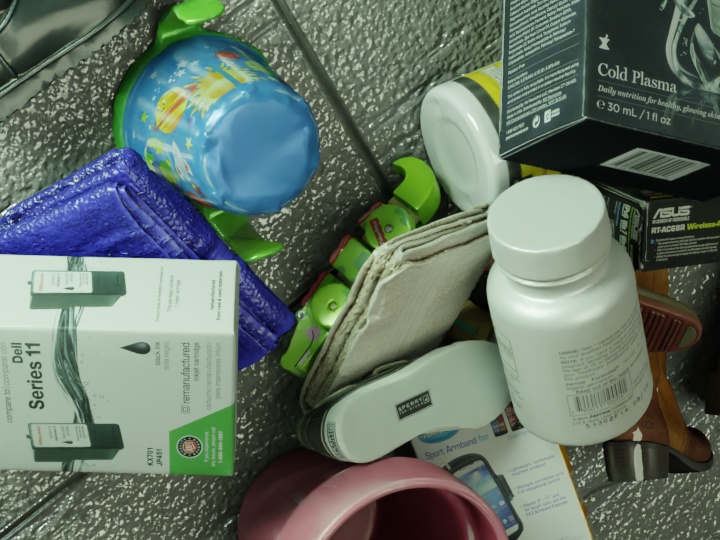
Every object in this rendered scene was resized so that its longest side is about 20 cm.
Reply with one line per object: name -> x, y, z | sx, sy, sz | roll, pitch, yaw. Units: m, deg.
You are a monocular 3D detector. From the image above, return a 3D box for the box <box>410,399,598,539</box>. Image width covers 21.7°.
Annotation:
box -> 0.117, 0.176, 1.571 | 0.119, 0.041, 0.200 | -19, 86, 11

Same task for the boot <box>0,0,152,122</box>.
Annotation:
boot -> -0.252, -0.207, 1.302 | 0.198, 0.073, 0.163 | -40, 117, -11

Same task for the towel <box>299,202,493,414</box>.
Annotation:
towel -> 0.034, 0.034, 1.479 | 0.132, 0.034, 0.200 | -21, 151, -37

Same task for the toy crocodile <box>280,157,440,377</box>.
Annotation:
toy crocodile -> 0.000, 0.000, 1.507 | 0.200, 0.062, 0.068 | -55, 157, 3

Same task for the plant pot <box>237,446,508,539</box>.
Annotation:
plant pot -> -0.005, 0.228, 1.504 | 0.200, 0.179, 0.200 | -8, 109, -25

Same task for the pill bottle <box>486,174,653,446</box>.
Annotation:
pill bottle -> 0.158, 0.029, 1.450 | 0.114, 0.114, 0.200 | -31, 132, -17

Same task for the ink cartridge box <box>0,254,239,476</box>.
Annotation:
ink cartridge box -> -0.188, 0.069, 1.348 | 0.200, 0.083, 0.147 | 1, 129, -2

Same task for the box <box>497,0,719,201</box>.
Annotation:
box -> 0.218, -0.173, 1.418 | 0.200, 0.124, 0.197 | 9, 74, -27

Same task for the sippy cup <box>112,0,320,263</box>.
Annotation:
sippy cup -> -0.097, -0.100, 1.380 | 0.178, 0.130, 0.140 | 38, 85, -31

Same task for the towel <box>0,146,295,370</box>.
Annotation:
towel -> -0.163, 0.012, 1.389 | 0.148, 0.050, 0.200 | -28, 123, 24

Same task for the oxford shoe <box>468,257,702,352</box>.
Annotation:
oxford shoe -> 0.189, 0.010, 1.558 | 0.200, 0.075, 0.070 | 18, 139, -1

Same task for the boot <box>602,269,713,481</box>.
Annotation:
boot -> 0.258, 0.081, 1.667 | 0.188, 0.068, 0.200 | 2, 85, -53

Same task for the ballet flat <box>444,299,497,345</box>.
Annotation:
ballet flat -> 0.162, 0.075, 1.614 | 0.200, 0.063, 0.069 | 14, 97, -31

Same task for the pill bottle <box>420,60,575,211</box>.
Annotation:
pill bottle -> 0.160, -0.128, 1.519 | 0.200, 0.114, 0.114 | -24, 115, -20

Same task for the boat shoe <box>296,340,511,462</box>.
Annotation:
boat shoe -> 0.038, 0.100, 1.492 | 0.200, 0.064, 0.071 | -15, 98, -39

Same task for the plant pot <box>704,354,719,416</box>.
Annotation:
plant pot -> 0.411, 0.048, 1.684 | 0.200, 0.200, 0.174 | 4, 86, -29

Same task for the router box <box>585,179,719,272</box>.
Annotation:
router box -> 0.274, -0.057, 1.581 | 0.200, 0.150, 0.062 | -7, 109, -26
